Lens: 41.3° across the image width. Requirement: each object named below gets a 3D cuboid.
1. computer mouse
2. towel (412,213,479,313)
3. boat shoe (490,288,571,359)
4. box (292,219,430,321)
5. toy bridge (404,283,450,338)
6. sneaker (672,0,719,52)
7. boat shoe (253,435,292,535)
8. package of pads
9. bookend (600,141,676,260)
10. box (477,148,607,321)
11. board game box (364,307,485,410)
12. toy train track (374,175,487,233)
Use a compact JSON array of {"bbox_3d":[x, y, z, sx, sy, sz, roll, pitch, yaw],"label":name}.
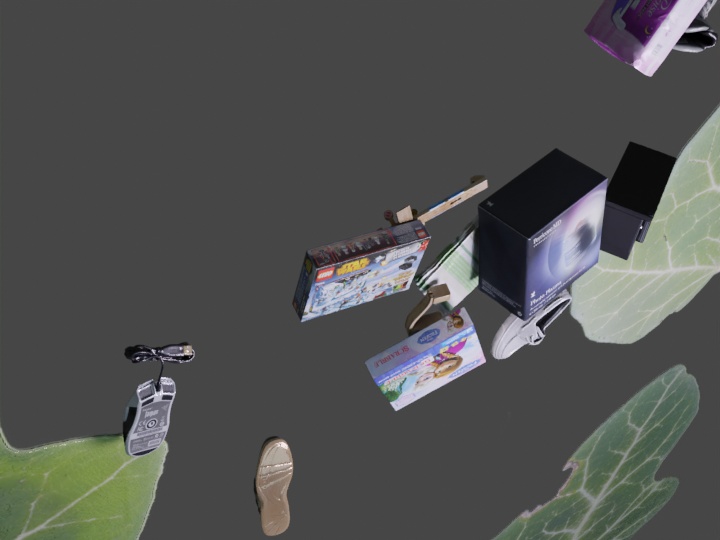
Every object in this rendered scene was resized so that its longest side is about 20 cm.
[{"bbox_3d":[-0.310,0.185,1.392,0.109,0.044,0.202,-8,127,-45],"label":"computer mouse"},{"bbox_3d":[0.187,-0.023,1.655,0.200,0.031,0.149,-46,147,3],"label":"towel"},{"bbox_3d":[0.341,0.109,1.897,0.200,0.069,0.072,-47,144,8],"label":"boat shoe"},{"bbox_3d":[0.000,0.000,1.457,0.198,0.040,0.138,-16,149,-26],"label":"box"},{"bbox_3d":[0.112,0.093,1.674,0.066,0.027,0.201,-14,149,-13],"label":"toy bridge"},{"bbox_3d":[0.536,-0.395,1.507,0.198,0.116,0.076,-28,143,-18],"label":"sneaker"},{"bbox_3d":[-0.162,0.380,1.717,0.071,0.065,0.203,-12,117,-22],"label":"boat shoe"},{"bbox_3d":[0.437,-0.400,1.405,0.075,0.121,0.201,11,120,-48],"label":"package of pads"},{"bbox_3d":[0.475,-0.089,1.717,0.200,0.091,0.200,-53,159,-44],"label":"bookend"},{"bbox_3d":[0.304,-0.059,1.608,0.199,0.123,0.200,-35,141,-24],"label":"box"},{"bbox_3d":[0.122,0.164,1.721,0.198,0.041,0.200,-29,153,2],"label":"board game box"},{"bbox_3d":[0.103,-0.098,1.476,0.198,0.033,0.115,-28,153,-3],"label":"toy train track"}]
